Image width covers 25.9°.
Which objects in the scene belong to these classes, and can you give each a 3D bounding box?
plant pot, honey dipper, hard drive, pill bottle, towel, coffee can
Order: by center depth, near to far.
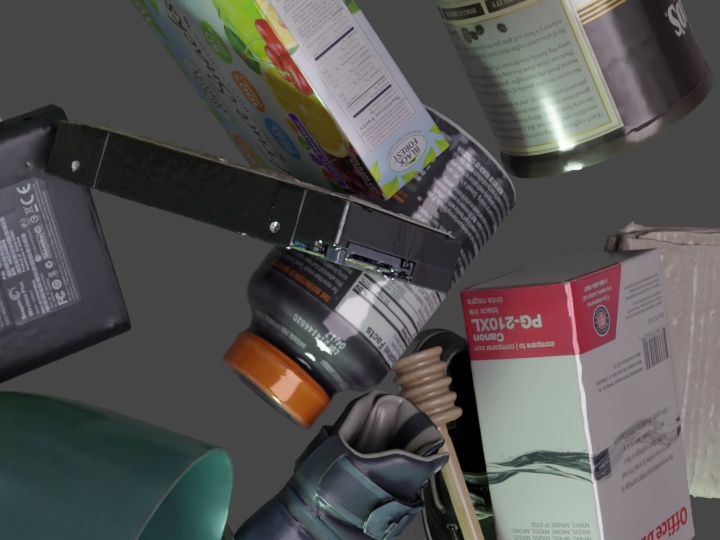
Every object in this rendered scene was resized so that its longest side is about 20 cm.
[{"bbox_3d":[-0.186,0.160,0.865,0.159,0.201,0.203,22,88,12],"label":"plant pot"},{"bbox_3d":[-0.058,-0.036,0.872,0.139,0.198,0.038,15,92,-59],"label":"hard drive"},{"bbox_3d":[-0.242,0.005,0.886,0.198,0.033,0.141,-22,111,-21],"label":"hard drive"},{"bbox_3d":[0.000,0.000,0.977,0.106,0.106,0.201,43,80,-23],"label":"pill bottle"},{"bbox_3d":[0.118,-0.181,0.982,0.145,0.146,0.202,-32,109,-17],"label":"coffee can"},{"bbox_3d":[0.065,0.149,0.988,0.038,0.038,0.203,-16,84,-21],"label":"honey dipper"},{"bbox_3d":[0.228,0.067,1.130,0.131,0.034,0.203,1,98,-23],"label":"towel"}]

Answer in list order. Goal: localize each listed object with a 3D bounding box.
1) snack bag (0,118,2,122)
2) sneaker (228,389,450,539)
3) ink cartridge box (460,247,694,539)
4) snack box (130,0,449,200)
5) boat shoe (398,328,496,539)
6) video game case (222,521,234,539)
[{"bbox_3d":[-0.276,-0.015,0.897,0.187,0.021,0.202,-24,107,-20],"label":"snack bag"},{"bbox_3d":[0.015,0.160,0.981,0.147,0.077,0.202,-52,144,1],"label":"sneaker"},{"bbox_3d":[0.146,0.097,1.025,0.144,0.083,0.203,-16,99,-55],"label":"ink cartridge box"},{"bbox_3d":[-0.046,-0.115,0.887,0.053,0.200,0.143,-40,111,-15],"label":"snack box"},{"bbox_3d":[0.072,0.140,1.052,0.070,0.064,0.203,-19,105,-20],"label":"boat shoe"},{"bbox_3d":[-0.121,0.259,0.938,0.180,0.023,0.201,-26,66,-19],"label":"video game case"}]
